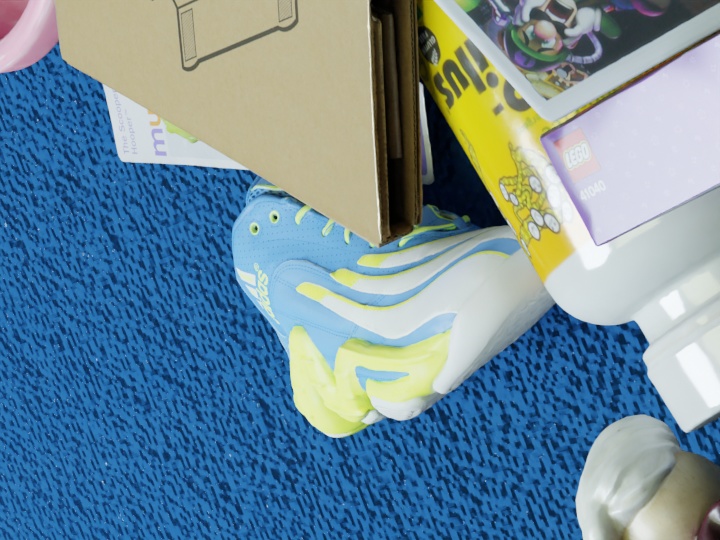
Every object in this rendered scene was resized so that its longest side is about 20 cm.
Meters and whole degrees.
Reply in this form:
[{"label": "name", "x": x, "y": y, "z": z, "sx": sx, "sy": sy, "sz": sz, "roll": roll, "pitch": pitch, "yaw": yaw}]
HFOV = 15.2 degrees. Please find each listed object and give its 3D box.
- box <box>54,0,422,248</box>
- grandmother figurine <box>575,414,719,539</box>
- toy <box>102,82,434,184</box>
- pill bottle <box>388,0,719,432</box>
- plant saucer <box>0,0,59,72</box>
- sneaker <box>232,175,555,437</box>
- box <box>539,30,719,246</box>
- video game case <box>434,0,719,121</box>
[{"label": "box", "x": -0.050, "y": -0.117, "z": 0.915, "sx": 0.200, "sy": 0.021, "sz": 0.164, "roll": 31, "pitch": 134, "yaw": 45}, {"label": "grandmother figurine", "x": 0.144, "y": 0.112, "z": 0.845, "sx": 0.200, "sy": 0.060, "sz": 0.121, "roll": 38, "pitch": 135, "yaw": 36}, {"label": "toy", "x": -0.058, "y": -0.091, "z": 1.065, "sx": 0.200, "sy": 0.047, "sz": 0.115, "roll": 5, "pitch": 109, "yaw": 45}, {"label": "pill bottle", "x": 0.089, "y": -0.053, "z": 0.876, "sx": 0.113, "sy": 0.113, "sz": 0.200, "roll": -39, "pitch": 77, "yaw": 48}, {"label": "plant saucer", "x": -0.141, "y": -0.181, "z": 1.085, "sx": 0.200, "sy": 0.051, "sz": 0.201, "roll": 21, "pitch": 115, "yaw": 56}, {"label": "sneaker", "x": 0.000, "y": 0.000, "z": 0.987, "sx": 0.105, "sy": 0.076, "sz": 0.200, "roll": 53, "pitch": 154, "yaw": -1}, {"label": "box", "x": 0.157, "y": -0.076, "z": 0.722, "sx": 0.200, "sy": 0.137, "sz": 0.039, "roll": -29, "pitch": 87, "yaw": 52}, {"label": "video game case", "x": 0.055, "y": -0.150, "z": 0.733, "sx": 0.182, "sy": 0.023, "sz": 0.200, "roll": -29, "pitch": 114, "yaw": 40}]
